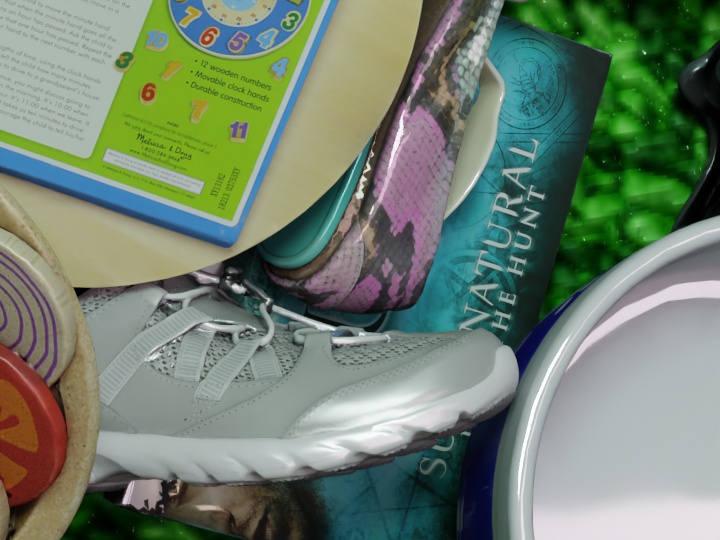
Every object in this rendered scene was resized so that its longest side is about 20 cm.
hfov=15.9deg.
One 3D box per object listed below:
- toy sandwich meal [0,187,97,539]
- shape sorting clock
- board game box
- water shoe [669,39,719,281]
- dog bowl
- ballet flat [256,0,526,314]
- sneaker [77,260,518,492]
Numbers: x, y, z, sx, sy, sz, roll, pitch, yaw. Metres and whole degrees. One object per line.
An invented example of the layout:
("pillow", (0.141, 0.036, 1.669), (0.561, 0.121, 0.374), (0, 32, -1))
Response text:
("toy sandwich meal", (-0.178, 0.038, 0.755), (0.204, 0.070, 0.206), (4, 115, 8))
("shape sorting clock", (-0.079, -0.091, 0.776), (0.199, 0.039, 0.201), (-3, 113, -8))
("board game box", (0.000, 0.000, 0.899), (0.135, 0.028, 0.201), (16, 87, -24))
("water shoe", (0.139, 0.015, 0.941), (0.079, 0.071, 0.201), (9, 80, -20))
("dog bowl", (0.135, 0.084, 0.851), (0.199, 0.079, 0.201), (2, 80, -12))
("ballet flat", (0.024, -0.081, 0.859), (0.071, 0.069, 0.201), (17, 90, -41))
("sneaker", (-0.050, 0.028, 0.818), (0.199, 0.075, 0.082), (-4, 86, 10))
